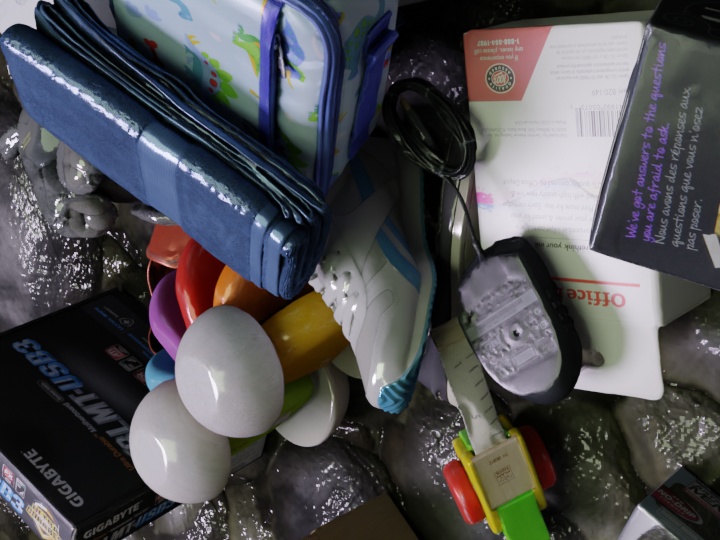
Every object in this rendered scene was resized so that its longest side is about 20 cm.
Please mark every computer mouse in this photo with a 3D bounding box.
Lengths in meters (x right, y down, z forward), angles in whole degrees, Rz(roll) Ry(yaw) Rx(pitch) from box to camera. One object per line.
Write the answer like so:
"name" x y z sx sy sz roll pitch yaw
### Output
"computer mouse" 0.068 -0.020 0.701 0.058 0.034 0.203 -31 77 35

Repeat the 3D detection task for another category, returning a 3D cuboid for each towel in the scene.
"towel" -0.104 -0.067 0.697 0.199 0.049 0.112 36 160 6

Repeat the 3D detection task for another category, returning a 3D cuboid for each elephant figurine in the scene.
"elephant figurine" -0.121 -0.080 0.859 0.142 0.197 0.156 -58 44 33

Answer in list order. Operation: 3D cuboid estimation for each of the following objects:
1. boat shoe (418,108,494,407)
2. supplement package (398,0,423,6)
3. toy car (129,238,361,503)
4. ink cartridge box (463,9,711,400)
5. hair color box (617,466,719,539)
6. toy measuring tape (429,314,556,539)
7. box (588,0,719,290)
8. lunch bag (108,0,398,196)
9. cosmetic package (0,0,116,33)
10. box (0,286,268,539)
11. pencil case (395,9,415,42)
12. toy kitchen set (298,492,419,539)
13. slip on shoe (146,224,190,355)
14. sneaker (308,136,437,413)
"boat shoe" 0.055 -0.009 0.780 0.062 0.072 0.203 20 123 32
"supplement package" 0.059 -0.245 0.657 0.199 0.117 0.118 -37 81 44
"toy car" -0.080 0.048 0.852 0.151 0.174 0.201 52 133 16
"ink cartridge box" 0.129 -0.038 0.704 0.115 0.067 0.204 6 108 41
"hair color box" 0.180 0.231 0.760 0.099 0.060 0.202 37 127 27
"toy measuring tape" 0.075 0.099 0.781 0.073 0.074 0.202 7 132 40
"box" 0.214 -0.047 0.545 0.197 0.122 0.108 19 119 13
"lunch bag" -0.059 -0.130 0.679 0.160 0.083 0.201 34 156 9
"cosmetic package" -0.205 -0.272 0.888 0.200 0.122 0.201 41 129 22
"box" -0.204 0.110 0.972 0.199 0.197 0.050 36 127 27
"pencil case" -0.057 -0.191 0.766 0.200 0.078 0.087 46 153 -12
"toy kitchen set" -0.016 0.308 0.884 0.201 0.179 0.164 52 134 20
"slip on shoe" -0.129 -0.022 0.948 0.073 0.061 0.203 21 113 38
"sneaker" 0.000 0.000 0.753 0.077 0.079 0.202 104 166 -45
